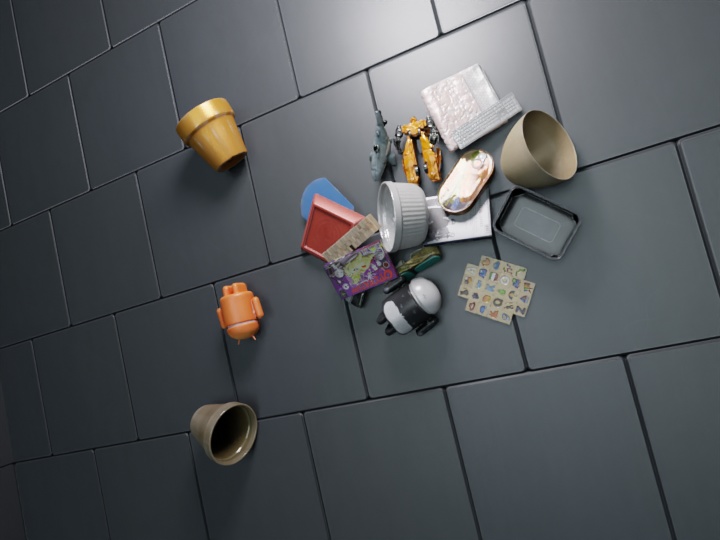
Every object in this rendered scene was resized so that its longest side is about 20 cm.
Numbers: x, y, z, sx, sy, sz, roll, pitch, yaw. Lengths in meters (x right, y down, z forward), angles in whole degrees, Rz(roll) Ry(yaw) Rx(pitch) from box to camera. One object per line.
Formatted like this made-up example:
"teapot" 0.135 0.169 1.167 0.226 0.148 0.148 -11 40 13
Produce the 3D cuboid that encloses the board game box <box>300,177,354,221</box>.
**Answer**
"board game box" -0.100 -0.194 1.628 0.200 0.039 0.158 46 120 11

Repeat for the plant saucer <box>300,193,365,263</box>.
"plant saucer" -0.098 -0.112 1.605 0.199 0.037 0.201 27 116 19

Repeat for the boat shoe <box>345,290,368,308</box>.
"boat shoe" 0.022 0.024 1.566 0.068 0.074 0.201 29 103 12

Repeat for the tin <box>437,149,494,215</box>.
"tin" 0.301 -0.250 1.447 0.112 0.042 0.201 36 92 24

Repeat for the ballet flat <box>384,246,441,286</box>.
"ballet flat" 0.151 -0.014 1.523 0.199 0.071 0.071 -34 78 19

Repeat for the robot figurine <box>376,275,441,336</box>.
"robot figurine" 0.143 0.107 1.492 0.199 0.150 0.125 -38 41 18

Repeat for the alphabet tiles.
"alphabet tiles" 0.387 0.055 1.453 0.198 0.006 0.168 18 98 21

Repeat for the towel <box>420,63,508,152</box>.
"towel" 0.296 -0.467 1.449 0.190 0.032 0.202 -26 80 6

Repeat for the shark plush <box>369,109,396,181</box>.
"shark plush" 0.064 -0.368 1.503 0.090 0.083 0.201 25 133 13

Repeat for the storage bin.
"storage bin" 0.475 -0.127 1.370 0.199 0.094 0.136 30 101 18

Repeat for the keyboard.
"keyboard" 0.350 -0.416 1.415 0.199 0.011 0.057 -33 83 6

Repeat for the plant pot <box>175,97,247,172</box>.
"plant pot" -0.485 -0.443 1.714 0.199 0.200 0.184 -32 94 19

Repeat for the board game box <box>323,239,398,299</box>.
"board game box" 0.000 0.000 1.508 0.199 0.032 0.121 -24 109 24

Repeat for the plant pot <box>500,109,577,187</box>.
"plant pot" 0.451 -0.298 1.344 0.134 0.199 0.202 -34 76 53

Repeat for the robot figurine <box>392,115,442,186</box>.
"robot figurine" 0.175 -0.355 1.508 0.144 0.058 0.202 -10 87 21

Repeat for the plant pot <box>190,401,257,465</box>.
"plant pot" -0.481 0.537 1.726 0.172 0.199 0.203 3 92 38

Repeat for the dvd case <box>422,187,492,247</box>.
"dvd case" 0.275 -0.152 1.463 0.198 0.025 0.152 -6 70 21

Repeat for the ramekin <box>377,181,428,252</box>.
"ramekin" 0.122 -0.156 1.460 0.104 0.200 0.203 -5 88 -11

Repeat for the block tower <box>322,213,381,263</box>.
"block tower" -0.032 -0.086 1.527 0.200 0.054 0.058 -40 92 26

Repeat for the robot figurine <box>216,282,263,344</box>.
"robot figurine" -0.408 0.145 1.718 0.142 0.117 0.202 -13 84 -18
